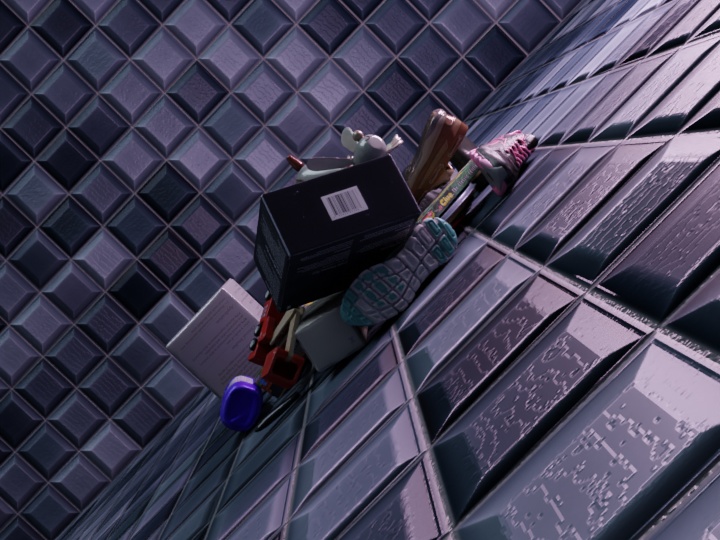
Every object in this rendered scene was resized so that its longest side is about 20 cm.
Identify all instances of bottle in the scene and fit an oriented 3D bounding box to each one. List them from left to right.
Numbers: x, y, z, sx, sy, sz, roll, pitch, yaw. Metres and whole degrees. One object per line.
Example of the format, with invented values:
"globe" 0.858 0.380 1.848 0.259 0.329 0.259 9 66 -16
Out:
"bottle" -0.206 0.224 1.705 0.200 0.065 0.084 -174 103 -83

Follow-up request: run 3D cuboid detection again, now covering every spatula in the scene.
"spatula" -0.086 0.168 1.469 0.200 0.021 0.057 -48 11 -11

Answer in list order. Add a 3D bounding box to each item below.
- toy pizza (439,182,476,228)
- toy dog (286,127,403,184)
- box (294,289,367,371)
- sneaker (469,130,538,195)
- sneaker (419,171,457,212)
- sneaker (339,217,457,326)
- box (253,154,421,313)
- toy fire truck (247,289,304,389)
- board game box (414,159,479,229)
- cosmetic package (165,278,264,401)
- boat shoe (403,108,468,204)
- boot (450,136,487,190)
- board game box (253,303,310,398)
"toy pizza" 0.117 -0.059 1.550 0.200 0.032 0.200 -46 2 2
"toy dog" -0.045 -0.161 1.449 0.200 0.096 0.132 -37 6 30
"box" -0.038 0.079 1.444 0.082 0.068 0.200 -31 6 5
"sneaker" 0.218 -0.171 1.456 0.095 0.079 0.200 -33 9 13
"sneaker" 0.124 -0.120 1.759 0.200 0.075 0.082 -45 -5 -48
"sneaker" 0.050 0.013 1.366 0.200 0.078 0.091 -38 -4 -18
"box" -0.039 -0.050 1.394 0.200 0.104 0.182 -19 -23 -19
"toy fire truck" -0.121 0.092 1.529 0.141 0.049 0.200 -33 37 57
"board game box" 0.129 -0.110 1.562 0.200 0.023 0.105 -48 4 -31
"cosmetic package" -0.248 0.149 1.950 0.167 0.200 0.166 -45 5 2
"boat shoe" 0.115 -0.161 1.599 0.076 0.072 0.200 -82 14 -58
"boot" 0.176 -0.216 1.728 0.077 0.138 0.200 -45 4 5
"board game box" -0.097 0.108 1.700 0.165 0.057 0.200 -55 2 22
